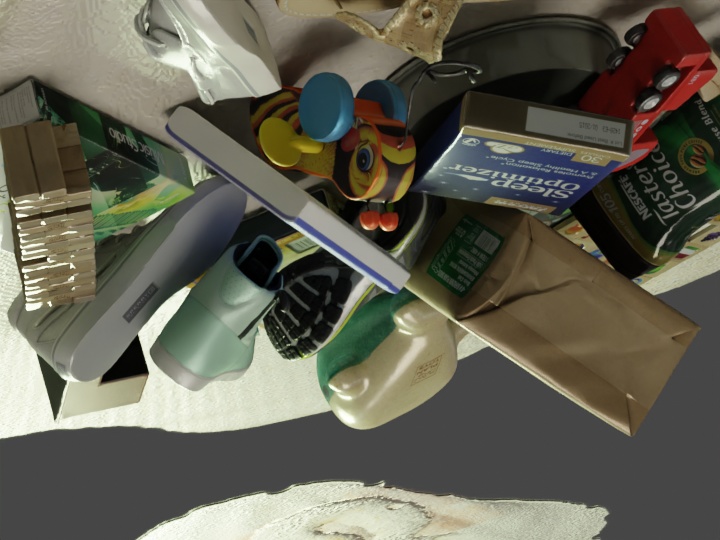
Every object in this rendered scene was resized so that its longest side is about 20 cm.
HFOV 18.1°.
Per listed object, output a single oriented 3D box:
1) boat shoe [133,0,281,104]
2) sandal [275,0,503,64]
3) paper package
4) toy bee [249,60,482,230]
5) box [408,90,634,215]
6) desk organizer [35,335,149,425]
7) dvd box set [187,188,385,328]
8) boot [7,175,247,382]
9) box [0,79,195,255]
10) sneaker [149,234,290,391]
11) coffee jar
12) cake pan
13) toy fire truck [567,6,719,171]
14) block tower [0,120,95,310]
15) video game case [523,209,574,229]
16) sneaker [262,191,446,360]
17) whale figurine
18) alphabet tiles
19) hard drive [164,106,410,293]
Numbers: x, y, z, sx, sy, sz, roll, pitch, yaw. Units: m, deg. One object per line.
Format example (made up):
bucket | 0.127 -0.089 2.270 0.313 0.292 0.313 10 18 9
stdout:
boat shoe | -0.108 -0.156 1.452 0.068 0.072 0.200 -20 167 8
sandal | 0.054 -0.173 1.507 0.211 0.070 0.078 -10 158 -15
paper package | 0.144 0.027 1.808 0.190 0.104 0.200 32 -178 -17
toy bee | -0.008 -0.082 1.547 0.131 0.109 0.200 3 177 -21
box | 0.108 -0.077 1.631 0.121 0.033 0.200 9 166 -10
desk organizer | -0.214 0.052 1.870 0.077 0.072 0.200 -11 159 -18
dvd box set | -0.053 -0.004 1.897 0.146 0.029 0.200 -23 158 16
boot | -0.183 -0.013 1.732 0.200 0.096 0.074 -46 146 -13
box | -0.230 -0.065 1.619 0.144 0.036 0.200 -25 158 22
sneaker | -0.091 0.025 1.773 0.118 0.074 0.200 -49 -179 12
coffee jar | 0.259 -0.081 1.795 0.200 0.104 0.085 -39 177 31
cake pan | 0.106 -0.124 1.708 0.200 0.037 0.200 -14 158 -6
toy fire truck | 0.245 -0.150 1.660 0.141 0.049 0.200 -10 150 -39
block tower | -0.216 -0.034 1.583 0.054 0.058 0.200 -11 159 -10
video game case | 0.192 -0.046 1.978 0.182 0.023 0.200 -31 154 34
sneaker | 0.000 0.000 1.806 0.200 0.074 0.081 -46 156 26
whale figurine | 0.027 0.055 2.008 0.159 0.104 0.200 -25 157 -27
alphabet tiles | 0.242 -0.029 2.016 0.167 0.008 0.200 -31 153 34
hard drive | -0.051 -0.049 1.670 0.025 0.132 0.200 -54 153 1
